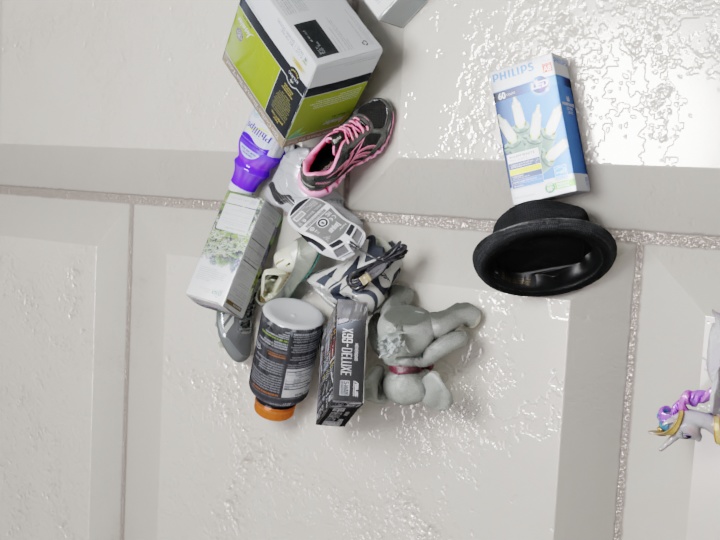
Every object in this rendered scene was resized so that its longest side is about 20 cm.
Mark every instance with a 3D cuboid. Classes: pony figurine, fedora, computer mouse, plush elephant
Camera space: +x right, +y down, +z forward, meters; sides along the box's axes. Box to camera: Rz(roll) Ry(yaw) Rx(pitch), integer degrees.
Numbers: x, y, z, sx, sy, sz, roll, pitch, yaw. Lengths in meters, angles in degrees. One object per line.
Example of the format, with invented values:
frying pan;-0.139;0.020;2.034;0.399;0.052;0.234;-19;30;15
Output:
pony figurine;0.487;0.168;1.235;0.200;0.167;0.193;14;108;16
fedora;0.258;-0.044;1.370;0.201;0.201;0.092;-24;47;31
computer mouse;-0.030;-0.048;1.510;0.200;0.044;0.110;37;70;28
plush elephant;0.080;0.136;1.480;0.165;0.200;0.155;12;118;24

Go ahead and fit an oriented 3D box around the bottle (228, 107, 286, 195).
bottle;-0.167;-0.220;1.662;0.084;0.065;0.200;40;112;26

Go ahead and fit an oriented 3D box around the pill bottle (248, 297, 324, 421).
pill bottle;-0.130;0.155;1.627;0.106;0.106;0.200;28;119;28

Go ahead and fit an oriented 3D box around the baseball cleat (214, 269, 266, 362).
baseball cleat;-0.211;0.059;1.705;0.106;0.070;0.200;-16;85;32

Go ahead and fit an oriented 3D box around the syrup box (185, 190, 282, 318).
syrup box;-0.215;-0.027;1.648;0.079;0.081;0.200;14;77;24

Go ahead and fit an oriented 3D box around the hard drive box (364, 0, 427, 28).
hard drive box;0.071;-0.505;1.487;0.200;0.077;0.156;-42;71;27

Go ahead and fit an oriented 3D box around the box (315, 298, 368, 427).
box;-0.031;0.149;1.508;0.050;0.200;0.158;6;69;-8

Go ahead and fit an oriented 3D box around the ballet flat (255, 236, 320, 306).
ballet flat;-0.124;0.000;1.614;0.200;0.064;0.067;125;148;-44

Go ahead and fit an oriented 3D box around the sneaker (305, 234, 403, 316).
sneaker;0.000;0.000;1.571;0.079;0.130;0.199;48;163;-18

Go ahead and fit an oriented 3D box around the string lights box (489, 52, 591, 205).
string lights box;0.260;-0.201;1.395;0.103;0.059;0.200;-13;86;34

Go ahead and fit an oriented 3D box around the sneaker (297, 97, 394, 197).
sneaker;-0.023;-0.202;1.523;0.079;0.095;0.200;42;84;14

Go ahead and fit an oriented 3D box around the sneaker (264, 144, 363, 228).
sneaker;-0.069;-0.139;1.599;0.200;0.075;0.115;27;109;31

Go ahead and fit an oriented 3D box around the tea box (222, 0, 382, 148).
tea box;-0.098;-0.340;1.518;0.200;0.134;0.197;57;145;17
